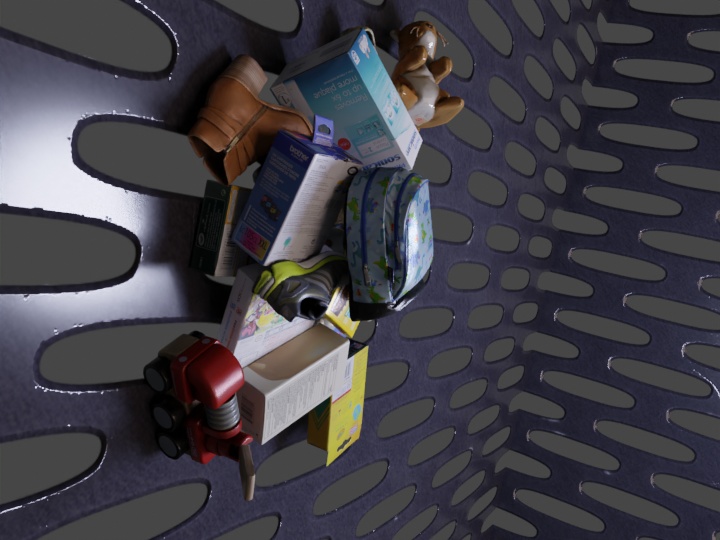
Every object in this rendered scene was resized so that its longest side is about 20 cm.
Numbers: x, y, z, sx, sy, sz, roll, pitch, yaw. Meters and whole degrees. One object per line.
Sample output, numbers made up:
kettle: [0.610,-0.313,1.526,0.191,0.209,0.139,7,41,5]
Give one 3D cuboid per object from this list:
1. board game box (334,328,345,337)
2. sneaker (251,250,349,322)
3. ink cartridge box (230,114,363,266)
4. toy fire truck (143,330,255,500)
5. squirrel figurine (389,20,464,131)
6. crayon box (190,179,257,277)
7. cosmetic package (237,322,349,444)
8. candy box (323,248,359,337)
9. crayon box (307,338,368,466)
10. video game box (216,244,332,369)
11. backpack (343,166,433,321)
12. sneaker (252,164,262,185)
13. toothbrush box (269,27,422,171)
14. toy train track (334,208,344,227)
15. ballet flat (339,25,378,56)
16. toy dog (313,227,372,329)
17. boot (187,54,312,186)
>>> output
board game box: [-0.097,0.175,1.310,0.199,0.044,0.137,-31,129,-54]
sneaker: [-0.066,0.030,1.030,0.199,0.081,0.074,-16,153,-52]
ink cartridge box: [-0.080,-0.111,1.002,0.136,0.076,0.202,-4,126,-62]
toy fire truck: [-0.192,0.201,0.972,0.128,0.197,0.179,-39,136,-49]
squirrel figurine: [0.093,-0.358,1.348,0.200,0.139,0.190,131,-43,-65]
crayon box: [-0.160,-0.056,1.072,0.199,0.051,0.128,3,100,-62]
cosmetic package: [-0.110,0.177,1.157,0.199,0.070,0.107,-27,136,-46]
candy box: [0.000,0.000,1.191,0.202,0.026,0.102,-64,147,-15]
crayon box: [-0.043,0.244,1.341,0.126,0.050,0.204,-24,124,-57]
video game box: [-0.132,0.060,1.115,0.199,0.047,0.184,-20,141,-53]
backpack: [0.040,-0.050,1.041,0.163,0.152,0.203,-34,111,-56]
sneaker: [-0.096,-0.142,1.138,0.199,0.065,0.080,-32,129,-54]
toothbrush box: [-0.018,-0.232,1.080,0.201,0.144,0.086,57,36,-30]
toy train track: [-0.031,-0.090,1.174,0.199,0.032,0.116,-17,80,-54]
ballet flat: [0.008,-0.300,1.178,0.070,0.070,0.204,-9,91,-61]
toy dog: [-0.053,0.010,1.240,0.096,0.130,0.204,-20,101,-68]
boot: [-0.146,-0.174,0.995,0.200,0.073,0.156,46,53,-34]
